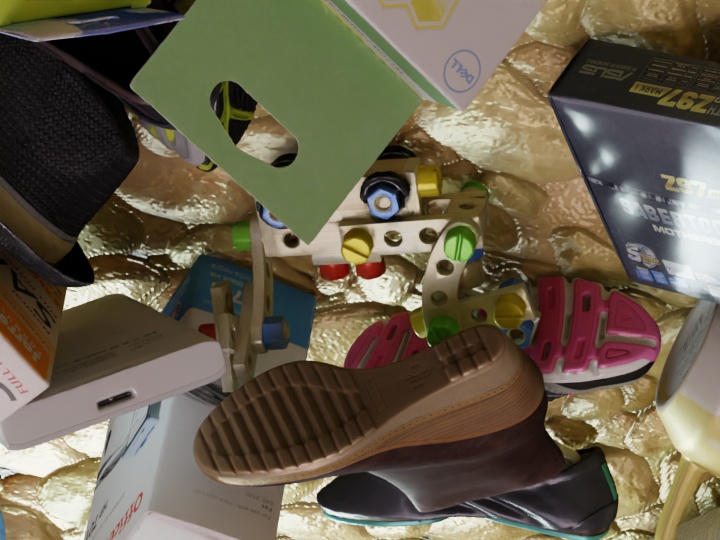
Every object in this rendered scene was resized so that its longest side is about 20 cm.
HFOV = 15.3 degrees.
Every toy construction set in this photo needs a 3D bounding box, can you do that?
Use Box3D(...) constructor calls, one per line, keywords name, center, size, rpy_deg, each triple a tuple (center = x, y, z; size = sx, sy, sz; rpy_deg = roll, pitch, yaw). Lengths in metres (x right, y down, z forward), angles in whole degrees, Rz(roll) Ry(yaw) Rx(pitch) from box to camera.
Box3D(name="toy construction set", center=(0.000, 0.000, 1.550), size=(0.200, 0.092, 0.131), rpy_deg=(-11, 117, 0))

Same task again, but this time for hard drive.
Box3D(name="hard drive", center=(-0.170, 0.057, 1.566), size=(0.132, 0.200, 0.027), rpy_deg=(-20, 104, -17))

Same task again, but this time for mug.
Box3D(name="mug", center=(0.251, 0.092, 1.558), size=(0.153, 0.187, 0.149), rpy_deg=(26, 159, -4))

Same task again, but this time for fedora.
Box3D(name="fedora", center=(-0.188, -0.089, 1.467), size=(0.092, 0.201, 0.201), rpy_deg=(-40, 123, 6))

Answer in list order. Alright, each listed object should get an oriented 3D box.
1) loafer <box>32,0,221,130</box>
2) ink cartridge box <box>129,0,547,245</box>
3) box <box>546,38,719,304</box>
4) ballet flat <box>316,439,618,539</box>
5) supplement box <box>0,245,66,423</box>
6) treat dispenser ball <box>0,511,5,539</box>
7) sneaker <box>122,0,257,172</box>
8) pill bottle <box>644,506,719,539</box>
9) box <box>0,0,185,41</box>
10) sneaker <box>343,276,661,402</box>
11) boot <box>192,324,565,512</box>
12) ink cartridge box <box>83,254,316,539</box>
Box3D(name="loafer", center=(-0.157, -0.149, 1.388), size=(0.200, 0.063, 0.072), rpy_deg=(40, 100, 13))
Box3D(name="ink cartridge box", center=(-0.002, -0.127, 1.360), size=(0.146, 0.200, 0.048), rpy_deg=(42, 169, -31))
Box3D(name="box", center=(0.213, -0.041, 1.444), size=(0.200, 0.051, 0.158), rpy_deg=(15, 146, 37))
Box3D(name="ballet flat", center=(0.067, 0.129, 1.717), size=(0.200, 0.073, 0.073), rpy_deg=(3, 138, 17))
Box3D(name="supplement box", center=(-0.231, -0.001, 1.504), size=(0.073, 0.200, 0.126), rpy_deg=(-36, 110, 13))
Box3D(name="treat dispenser ball", center=(-0.332, 0.178, 1.745), size=(0.200, 0.201, 0.201), rpy_deg=(6, 138, 5))
Box3D(name="sneaker", center=(-0.093, -0.142, 1.439), size=(0.076, 0.075, 0.200), rpy_deg=(26, 131, 13))
Box3D(name="pill bottle", center=(0.253, 0.201, 1.718), size=(0.200, 0.110, 0.110), rpy_deg=(-29, 125, 36))
Box3D(name="box", center=(-0.198, -0.150, 1.306), size=(0.200, 0.122, 0.048), rpy_deg=(11, 106, 31))
Box3D(name="sneaker", center=(0.094, 0.062, 1.629), size=(0.200, 0.074, 0.087), rpy_deg=(-10, 139, 23))
Box3D(name="boot", center=(0.016, 0.108, 1.550), size=(0.200, 0.072, 0.166), rpy_deg=(-18, 148, 4))
Box3D(name="ink cartridge box", center=(-0.102, 0.115, 1.627), size=(0.086, 0.200, 0.146), rpy_deg=(23, 137, -14))
